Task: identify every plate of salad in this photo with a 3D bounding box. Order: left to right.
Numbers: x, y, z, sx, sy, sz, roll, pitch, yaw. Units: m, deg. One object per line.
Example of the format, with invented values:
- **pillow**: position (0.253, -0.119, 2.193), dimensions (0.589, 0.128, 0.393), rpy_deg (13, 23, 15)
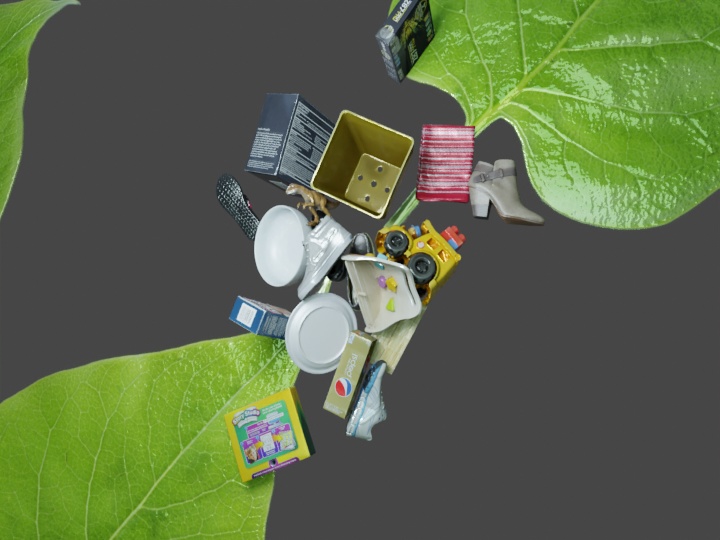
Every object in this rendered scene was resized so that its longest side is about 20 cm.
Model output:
- **plate of salad**: position (-0.099, 0.156, 1.334), dimensions (0.194, 0.048, 0.208), rpy_deg (-4, 100, -25)

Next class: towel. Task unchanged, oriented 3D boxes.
- **towel**: position (0.218, -0.276, 1.365), dimensions (0.139, 0.022, 0.208), rpy_deg (5, 84, 12)

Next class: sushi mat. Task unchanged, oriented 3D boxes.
- **sushi mat**: position (0.085, 0.153, 1.346), dimensions (0.094, 0.012, 0.204), rpy_deg (29, 90, 12)

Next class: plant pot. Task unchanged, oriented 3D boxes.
- **plant pot**: position (0.019, -0.241, 1.325), dimensions (0.195, 0.176, 0.205), rpy_deg (25, 89, 13)

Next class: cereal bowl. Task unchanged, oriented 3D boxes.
- **cereal bowl**: position (-0.185, -0.061, 1.377), dimensions (0.196, 0.082, 0.208), rpy_deg (-2, 88, 41)

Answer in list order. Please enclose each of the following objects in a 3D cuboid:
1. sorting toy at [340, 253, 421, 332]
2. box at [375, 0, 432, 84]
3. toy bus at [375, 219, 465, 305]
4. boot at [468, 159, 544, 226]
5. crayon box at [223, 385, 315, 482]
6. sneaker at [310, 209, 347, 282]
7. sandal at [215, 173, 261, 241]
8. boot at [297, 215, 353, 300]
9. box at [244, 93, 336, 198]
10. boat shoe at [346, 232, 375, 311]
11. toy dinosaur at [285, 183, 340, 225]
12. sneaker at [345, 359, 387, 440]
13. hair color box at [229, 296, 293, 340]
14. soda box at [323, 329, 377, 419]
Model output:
- **sorting toy**: position (0.066, 0.042, 1.257), dimensions (0.105, 0.177, 0.206), rpy_deg (-30, 110, -33)
- **box**: position (0.116, -0.591, 1.334), dimensions (0.049, 0.200, 0.163), rpy_deg (38, 91, 15)
- **toy bus**: position (0.157, -0.052, 1.303), dimensions (0.191, 0.136, 0.200), rpy_deg (-40, 74, -14)
- **boot**: position (0.361, -0.195, 1.301), dimensions (0.193, 0.070, 0.152), rpy_deg (10, 83, 13)
- **crayon box**: position (-0.234, 0.418, 1.361), dimensions (0.195, 0.058, 0.178), rpy_deg (-22, 78, 8)
- **sneaker**: position (-0.085, -0.074, 1.360), dimensions (0.071, 0.112, 0.206), rpy_deg (-22, 79, 7)
- **sandal**: position (-0.332, -0.172, 1.467), dimensions (0.074, 0.045, 0.203), rpy_deg (-32, 92, 11)
- **boot**: position (-0.109, -0.033, 1.278), dimensions (0.095, 0.074, 0.201), rpy_deg (39, 97, 2)
- **box**: position (-0.166, -0.310, 1.352), dimensions (0.120, 0.198, 0.205), rpy_deg (14, 86, 34)
- **boat shoe**: position (0.000, 0.000, 1.356), dimensions (0.071, 0.065, 0.208), rpy_deg (-3, 82, 13)
- **toy dinosaur**: position (-0.096, -0.165, 1.321), dimensions (0.059, 0.197, 0.110), rpy_deg (-14, 71, 38)
- **sneaker**: position (0.034, 0.324, 1.315), dimensions (0.084, 0.075, 0.206), rpy_deg (22, 92, -4)
- **hair color box**: position (-0.219, 0.124, 1.311), dimensions (0.098, 0.199, 0.062), rpy_deg (23, 88, 30)
- **soda box**: position (-0.025, 0.256, 1.321), dimensions (0.062, 0.068, 0.206), rpy_deg (21, 94, 14)
